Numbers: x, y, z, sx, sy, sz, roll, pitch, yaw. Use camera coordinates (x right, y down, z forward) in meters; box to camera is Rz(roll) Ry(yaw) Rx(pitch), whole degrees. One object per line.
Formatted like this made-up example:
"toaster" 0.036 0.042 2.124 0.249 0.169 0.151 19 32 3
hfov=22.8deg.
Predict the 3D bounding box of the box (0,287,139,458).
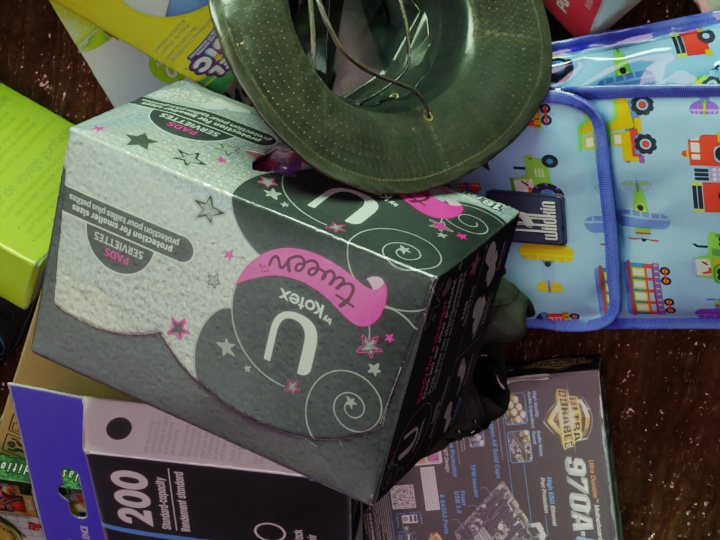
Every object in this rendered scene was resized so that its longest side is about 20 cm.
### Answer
"box" -0.125 0.081 1.058 0.163 0.021 0.200 22 129 -3

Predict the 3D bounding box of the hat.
"hat" -0.003 -0.121 0.883 0.081 0.201 0.201 -22 97 55

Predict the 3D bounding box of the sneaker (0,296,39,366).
"sneaker" -0.249 0.042 1.096 0.073 0.082 0.200 16 100 8

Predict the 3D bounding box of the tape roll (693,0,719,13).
"tape roll" 0.135 -0.113 1.027 0.200 0.048 0.201 2 99 10

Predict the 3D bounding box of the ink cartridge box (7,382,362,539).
"ink cartridge box" -0.098 0.150 1.020 0.200 0.043 0.198 7 139 8

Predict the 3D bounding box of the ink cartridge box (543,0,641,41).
"ink cartridge box" 0.110 -0.246 0.953 0.145 0.083 0.200 -41 80 -10

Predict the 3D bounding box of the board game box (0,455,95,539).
"board game box" -0.161 0.158 1.093 0.200 0.023 0.105 6 139 9

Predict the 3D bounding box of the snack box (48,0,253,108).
"snack box" -0.061 -0.129 1.021 0.169 0.068 0.200 -36 82 20

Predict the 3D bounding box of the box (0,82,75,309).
"box" -0.250 -0.071 1.056 0.200 0.122 0.048 30 133 4

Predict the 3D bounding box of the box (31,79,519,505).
"box" -0.044 0.005 0.882 0.200 0.115 0.132 22 117 16

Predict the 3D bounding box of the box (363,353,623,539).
"box" 0.078 0.158 1.078 0.159 0.046 0.200 -7 97 11

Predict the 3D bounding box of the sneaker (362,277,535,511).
"sneaker" 0.032 0.073 0.988 0.091 0.076 0.200 26 130 4

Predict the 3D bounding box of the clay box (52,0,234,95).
"clay box" -0.091 -0.167 0.891 0.115 0.200 0.048 -48 47 15

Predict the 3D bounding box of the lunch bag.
"lunch bag" 0.124 -0.047 0.956 0.200 0.094 0.151 -5 124 12
